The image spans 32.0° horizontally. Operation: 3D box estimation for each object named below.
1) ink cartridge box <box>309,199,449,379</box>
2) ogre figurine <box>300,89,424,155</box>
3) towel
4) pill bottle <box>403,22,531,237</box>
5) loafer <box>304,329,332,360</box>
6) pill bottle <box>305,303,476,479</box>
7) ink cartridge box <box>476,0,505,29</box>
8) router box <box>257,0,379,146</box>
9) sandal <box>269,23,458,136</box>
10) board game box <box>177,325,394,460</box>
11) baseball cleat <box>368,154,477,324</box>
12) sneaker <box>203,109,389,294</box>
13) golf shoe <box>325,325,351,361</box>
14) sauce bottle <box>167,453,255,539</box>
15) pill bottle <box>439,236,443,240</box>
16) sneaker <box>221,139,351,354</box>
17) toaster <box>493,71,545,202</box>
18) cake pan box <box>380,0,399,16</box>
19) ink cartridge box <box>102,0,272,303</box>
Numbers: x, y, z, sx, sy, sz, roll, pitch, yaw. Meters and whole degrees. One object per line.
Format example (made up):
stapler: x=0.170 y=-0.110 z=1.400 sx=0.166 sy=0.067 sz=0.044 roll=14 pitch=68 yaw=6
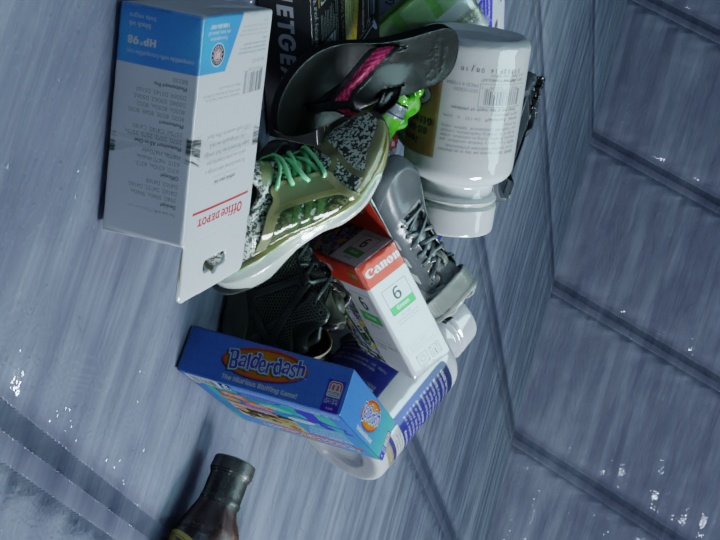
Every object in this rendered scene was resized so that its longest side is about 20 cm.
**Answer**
ink cartridge box: x=0.000 y=0.000 z=1.174 sx=0.050 sy=0.109 sz=0.200 roll=-38 pitch=118 yaw=-17
ogre figurine: x=0.003 y=-0.122 z=1.225 sx=0.098 sy=0.200 sz=0.120 roll=37 pitch=74 yaw=-27
towel: x=0.079 y=-0.211 z=1.326 sx=0.149 sy=0.031 sz=0.200 roll=-40 pitch=133 yaw=-1
pill bottle: x=0.103 y=-0.142 z=1.270 sx=0.114 sy=0.114 sz=0.201 roll=-40 pitch=140 yaw=-64
loafer: x=-0.057 y=0.067 z=1.252 sx=0.200 sy=0.063 sz=0.072 roll=87 pitch=21 yaw=-55
pill bottle: x=0.032 y=0.110 z=1.325 sx=0.200 sy=0.119 sz=0.120 roll=-48 pitch=152 yaw=-27
ink cartridge box: x=0.120 y=-0.233 z=1.470 sx=0.199 sy=0.043 sz=0.200 roll=85 pitch=27 yaw=-45
router box: x=-0.033 y=-0.236 z=1.110 sx=0.157 sy=0.052 sz=0.201 roll=-60 pitch=157 yaw=-43
sandal: x=0.012 y=-0.164 z=1.076 sx=0.199 sy=0.045 sz=0.075 roll=-23 pitch=136 yaw=-27
board game box: x=-0.061 y=0.114 z=1.135 sx=0.200 sy=0.152 sz=0.045 roll=61 pitch=45 yaw=-68
baseball cleat: x=0.063 y=-0.026 z=1.184 sx=0.070 sy=0.106 sz=0.200 roll=-48 pitch=149 yaw=-23
sneaker: x=-0.061 y=-0.068 z=1.024 sx=0.200 sy=0.077 sz=0.089 roll=-42 pitch=141 yaw=-4
golf shoe: x=-0.009 y=0.129 z=1.458 sx=0.200 sy=0.077 sz=0.095 roll=73 pitch=34 yaw=-63
sauce bottle: x=-0.149 y=0.263 z=1.125 sx=0.066 sy=0.066 sz=0.201 roll=73 pitch=33 yaw=-61
pill bottle: x=0.017 y=-0.029 z=1.349 sx=0.200 sy=0.111 sz=0.112 roll=-50 pitch=150 yaw=-57
sneaker: x=-0.056 y=-0.013 z=1.120 sx=0.076 sy=0.114 sz=0.200 roll=-31 pitch=131 yaw=-70
toaster: x=0.154 y=-0.193 z=1.643 sx=0.114 sy=0.129 sz=0.201 roll=70 pitch=37 yaw=-64
cake pan box: x=0.057 y=-0.290 z=1.378 sx=0.184 sy=0.052 sz=0.201 roll=-58 pitch=157 yaw=-51
ink cartridge box: x=-0.125 y=-0.090 z=0.898 sx=0.116 sy=0.066 sz=0.201 roll=-35 pitch=136 yaw=-67
